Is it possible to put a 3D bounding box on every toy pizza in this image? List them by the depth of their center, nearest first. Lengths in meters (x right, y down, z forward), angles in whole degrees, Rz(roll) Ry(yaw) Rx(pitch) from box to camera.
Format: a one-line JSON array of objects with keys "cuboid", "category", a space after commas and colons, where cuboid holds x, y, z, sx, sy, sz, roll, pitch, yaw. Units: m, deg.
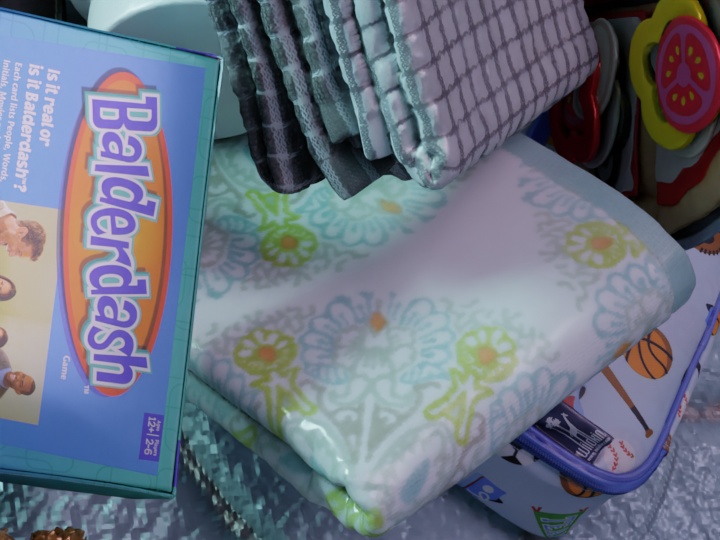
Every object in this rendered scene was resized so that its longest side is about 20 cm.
[{"cuboid": [0.112, -0.107, 0.767, 0.032, 0.200, 0.201, -1, 65, -20], "category": "toy pizza"}]

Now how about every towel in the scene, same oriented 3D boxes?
[{"cuboid": [0.005, -0.137, 0.713, 0.166, 0.085, 0.201, -40, 116, -55], "category": "towel"}, {"cuboid": [0.000, 0.000, 0.749, 0.171, 0.048, 0.200, -36, 51, -26], "category": "towel"}]

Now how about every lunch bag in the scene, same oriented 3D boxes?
[{"cuboid": [0.073, 0.006, 0.848, 0.160, 0.076, 0.200, 37, 50, -7], "category": "lunch bag"}]

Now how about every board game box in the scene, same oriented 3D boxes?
[{"cuboid": [-0.149, -0.013, 0.631, 0.199, 0.045, 0.153, 11, 78, -25], "category": "board game box"}]

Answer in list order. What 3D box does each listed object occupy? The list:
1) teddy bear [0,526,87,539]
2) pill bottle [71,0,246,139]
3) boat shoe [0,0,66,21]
[{"cuboid": [-0.164, 0.102, 0.619, 0.199, 0.067, 0.145, 17, 30, -3], "category": "teddy bear"}, {"cuboid": [-0.066, -0.156, 0.797, 0.112, 0.112, 0.201, 16, 52, -24], "category": "pill bottle"}, {"cuboid": [-0.154, -0.157, 0.800, 0.071, 0.068, 0.201, 4, 65, -30], "category": "boat shoe"}]
